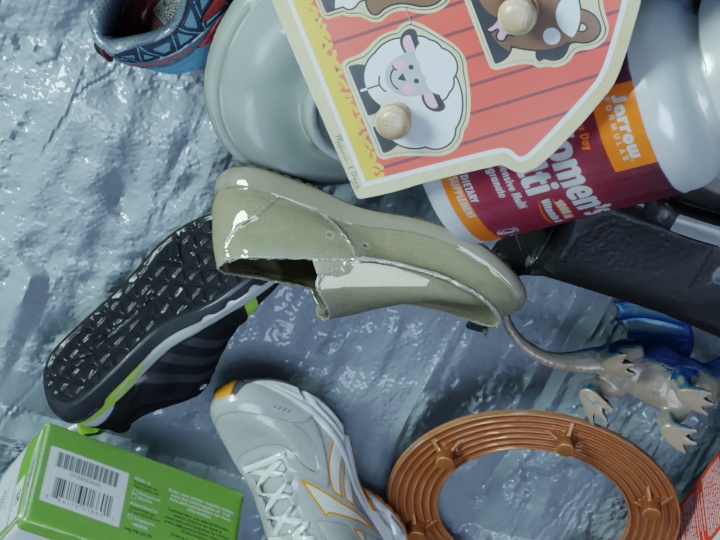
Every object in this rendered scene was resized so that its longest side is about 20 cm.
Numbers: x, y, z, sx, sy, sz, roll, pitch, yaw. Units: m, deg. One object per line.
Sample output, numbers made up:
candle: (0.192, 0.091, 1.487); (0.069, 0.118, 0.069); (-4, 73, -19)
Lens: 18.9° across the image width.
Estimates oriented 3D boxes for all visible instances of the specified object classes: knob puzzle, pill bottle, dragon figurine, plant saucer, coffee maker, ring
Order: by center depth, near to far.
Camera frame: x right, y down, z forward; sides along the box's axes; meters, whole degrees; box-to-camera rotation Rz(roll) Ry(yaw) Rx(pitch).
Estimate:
knob puzzle: (0.053, -0.138, 1.117); (0.219, 0.030, 0.220); (6, 115, 12)
pill bottle: (0.136, -0.088, 1.196); (0.200, 0.110, 0.110); (-14, 123, 24)
plant saucer: (0.009, -0.117, 1.269); (0.200, 0.050, 0.200); (-16, 137, -16)
coffee maker: (0.200, -0.022, 1.358); (0.200, 0.135, 0.192); (22, 140, -17)
dragon figurine: (0.186, 0.059, 1.428); (0.200, 0.099, 0.059); (18, 120, 5)
ring: (0.116, 0.168, 1.470); (0.200, 0.019, 0.201); (5, 134, 5)

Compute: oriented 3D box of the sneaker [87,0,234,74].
sneaker: (-0.082, -0.188, 1.215); (0.079, 0.095, 0.200); (43, 113, 18)

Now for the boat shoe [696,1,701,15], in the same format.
boat shoe: (0.300, -0.124, 1.332); (0.200, 0.063, 0.073); (25, 114, -20)

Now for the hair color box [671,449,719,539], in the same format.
hair color box: (0.271, 0.191, 1.482); (0.111, 0.064, 0.200); (12, 138, -13)

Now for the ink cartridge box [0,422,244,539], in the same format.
ink cartridge box: (-0.190, 0.199, 1.461); (0.148, 0.076, 0.200); (23, 142, -19)

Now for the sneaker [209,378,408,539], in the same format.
sneaker: (-0.037, 0.158, 1.429); (0.076, 0.092, 0.200); (-18, 123, 33)

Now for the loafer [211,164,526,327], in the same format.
loafer: (0.000, 0.000, 1.303); (0.200, 0.076, 0.068); (18, 74, 4)

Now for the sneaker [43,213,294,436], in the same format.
sneaker: (-0.115, 0.036, 1.387); (0.200, 0.072, 0.083); (-35, 142, 14)
